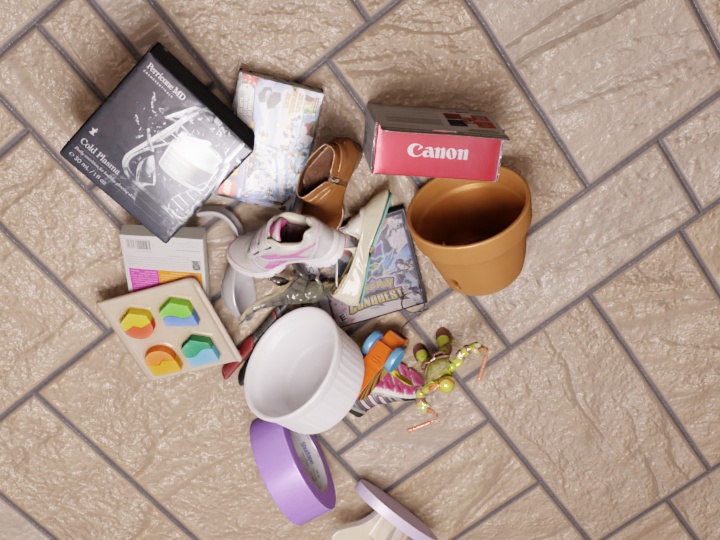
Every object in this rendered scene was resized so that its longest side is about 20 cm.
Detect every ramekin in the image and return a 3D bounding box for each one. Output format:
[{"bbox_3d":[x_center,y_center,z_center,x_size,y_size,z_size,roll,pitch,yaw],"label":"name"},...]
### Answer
[{"bbox_3d":[-0.088,0.171,1.375,0.200,0.201,0.098,-42,131,12],"label":"ramekin"}]

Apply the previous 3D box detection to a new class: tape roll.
[{"bbox_3d":[-0.117,0.339,1.459,0.065,0.200,0.201,-28,113,7],"label":"tape roll"}]

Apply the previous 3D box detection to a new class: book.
[{"bbox_3d":[-0.314,0.017,1.356,0.132,0.048,0.202,3,130,-2],"label":"book"}]

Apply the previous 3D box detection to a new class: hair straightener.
[{"bbox_3d":[-0.158,0.124,1.460,0.077,0.041,0.201,31,101,-32],"label":"hair straightener"}]

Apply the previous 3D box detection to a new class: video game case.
[{"bbox_3d":[0.000,0.000,1.424,0.198,0.026,0.182,-16,113,1],"label":"video game case"}]

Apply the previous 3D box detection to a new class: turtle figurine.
[{"bbox_3d":[0.130,0.174,1.436,0.064,0.162,0.200,35,105,-19],"label":"turtle figurine"}]

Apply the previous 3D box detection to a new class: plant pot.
[{"bbox_3d":[0.186,-0.056,1.342,0.198,0.201,0.141,-20,131,3],"label":"plant pot"}]

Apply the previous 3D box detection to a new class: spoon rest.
[{"bbox_3d":[-0.208,-0.011,1.366,0.060,0.099,0.202,-12,107,16],"label":"spoon rest"}]

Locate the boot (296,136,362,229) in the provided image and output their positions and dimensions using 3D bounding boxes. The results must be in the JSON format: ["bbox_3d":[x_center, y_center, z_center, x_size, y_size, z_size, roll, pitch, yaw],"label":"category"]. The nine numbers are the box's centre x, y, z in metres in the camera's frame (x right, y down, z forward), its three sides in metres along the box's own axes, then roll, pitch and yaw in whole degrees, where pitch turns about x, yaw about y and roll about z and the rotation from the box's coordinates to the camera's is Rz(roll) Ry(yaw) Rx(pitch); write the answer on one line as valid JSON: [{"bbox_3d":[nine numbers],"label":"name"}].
[{"bbox_3d":[-0.067,-0.116,1.293,0.073,0.155,0.202,24,105,9],"label":"boot"}]

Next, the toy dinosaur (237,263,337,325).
[{"bbox_3d":[-0.114,0.021,1.368,0.198,0.047,0.089,-14,84,-17],"label":"toy dinosaur"}]

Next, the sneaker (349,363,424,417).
[{"bbox_3d":[0.018,0.218,1.495,0.198,0.074,0.088,2,136,-21],"label":"sneaker"}]

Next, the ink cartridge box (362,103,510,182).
[{"bbox_3d":[0.111,-0.192,1.273,0.197,0.176,0.085,3,113,-6],"label":"ink cartridge box"}]

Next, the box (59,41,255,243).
[{"bbox_3d":[-0.291,-0.187,1.220,0.200,0.124,0.197,42,101,-20],"label":"box"}]

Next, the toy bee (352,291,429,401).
[{"bbox_3d":[0.053,0.148,1.440,0.199,0.132,0.109,-32,158,-3],"label":"toy bee"}]

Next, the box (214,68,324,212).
[{"bbox_3d":[-0.147,-0.203,1.315,0.135,0.040,0.202,12,111,-12],"label":"box"}]

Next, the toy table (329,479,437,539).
[{"bbox_3d":[0.040,0.498,1.570,0.199,0.184,0.118,38,88,-10],"label":"toy table"}]

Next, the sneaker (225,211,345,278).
[{"bbox_3d":[-0.126,-0.048,1.271,0.198,0.082,0.088,-11,147,22],"label":"sneaker"}]

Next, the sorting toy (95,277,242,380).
[{"bbox_3d":[-0.318,0.106,1.381,0.198,0.037,0.186,-11,126,17],"label":"sorting toy"}]

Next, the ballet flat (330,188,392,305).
[{"bbox_3d":[-0.004,-0.042,1.349,0.069,0.069,0.202,14,97,-12],"label":"ballet flat"}]
